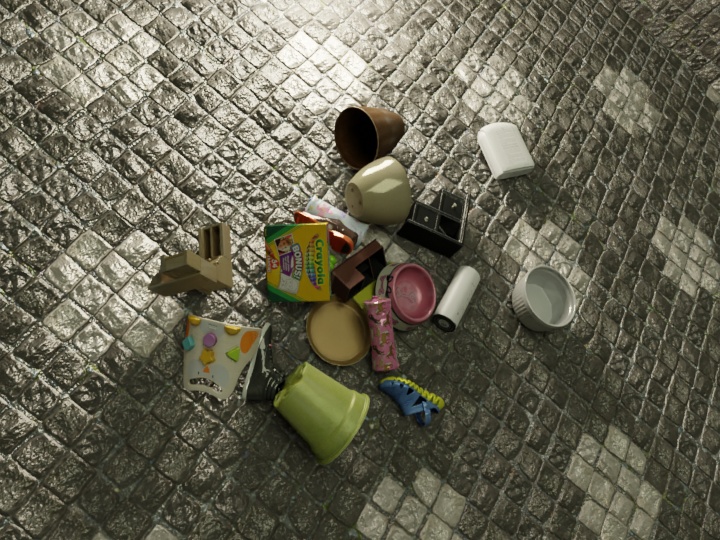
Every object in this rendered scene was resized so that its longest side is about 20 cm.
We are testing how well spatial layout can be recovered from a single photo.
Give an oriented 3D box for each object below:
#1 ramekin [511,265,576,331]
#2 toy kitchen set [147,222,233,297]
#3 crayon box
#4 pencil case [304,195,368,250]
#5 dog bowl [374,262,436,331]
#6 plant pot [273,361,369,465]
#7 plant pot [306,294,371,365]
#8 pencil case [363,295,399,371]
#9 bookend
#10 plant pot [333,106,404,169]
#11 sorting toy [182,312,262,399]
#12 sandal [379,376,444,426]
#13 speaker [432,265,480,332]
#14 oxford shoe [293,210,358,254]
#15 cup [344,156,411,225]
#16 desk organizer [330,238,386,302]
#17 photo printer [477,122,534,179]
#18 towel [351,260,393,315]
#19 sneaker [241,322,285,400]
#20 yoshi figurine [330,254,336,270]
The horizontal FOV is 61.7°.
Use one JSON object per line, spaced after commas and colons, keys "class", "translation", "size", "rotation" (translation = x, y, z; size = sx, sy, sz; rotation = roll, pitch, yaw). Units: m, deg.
{"class": "ramekin", "translation": [0.578, 0.097, 1.927], "size": [0.195, 0.105, 0.206], "rotation": [9, 66, -19]}
{"class": "toy kitchen set", "translation": [-0.449, -0.042, 1.540], "size": [0.159, 0.200, 0.185], "rotation": [-15, 68, 17]}
{"class": "crayon box", "translation": [-0.166, -0.021, 1.614], "size": [0.167, 0.058, 0.206], "rotation": [-2, 97, 5]}
{"class": "pencil case", "translation": [-0.073, -0.142, 1.773], "size": [0.196, 0.083, 0.092], "rotation": [27, 59, -9]}
{"class": "dog bowl", "translation": [0.137, 0.070, 1.746], "size": [0.196, 0.073, 0.206], "rotation": [10, 73, -34]}
{"class": "plant pot", "translation": [-0.108, 0.333, 1.476], "size": [0.183, 0.200, 0.202], "rotation": [40, 59, -10]}
{"class": "plant pot", "translation": [-0.060, 0.168, 1.679], "size": [0.194, 0.028, 0.206], "rotation": [8, 66, -18]}
{"class": "pencil case", "translation": [0.058, 0.174, 1.660], "size": [0.081, 0.085, 0.206], "rotation": [-12, 96, -40]}
{"class": "bookend", "translation": [0.236, -0.178, 1.910], "size": [0.194, 0.092, 0.204], "rotation": [23, 61, -12]}
{"class": "plant pot", "translation": [0.046, -0.436, 1.910], "size": [0.198, 0.187, 0.189], "rotation": [-27, 79, -43]}
{"class": "sorting toy", "translation": [-0.363, 0.213, 1.480], "size": [0.194, 0.107, 0.186], "rotation": [11, 88, 7]}
{"class": "sandal", "translation": [0.137, 0.359, 1.653], "size": [0.196, 0.080, 0.089], "rotation": [28, 64, -8]}
{"class": "speaker", "translation": [0.293, 0.083, 1.830], "size": [0.080, 0.081, 0.202], "rotation": [35, 60, -4]}
{"class": "oxford shoe", "translation": [-0.098, -0.118, 1.708], "size": [0.197, 0.072, 0.073], "rotation": [30, 47, 6]}
{"class": "cup", "translation": [0.036, -0.222, 1.779], "size": [0.140, 0.200, 0.204], "rotation": [-17, 75, -30]}
{"class": "desk organizer", "translation": [0.000, 0.000, 1.728], "size": [0.077, 0.072, 0.199], "rotation": [41, 52, 17]}
{"class": "photo printer", "translation": [0.512, -0.432, 2.145], "size": [0.163, 0.070, 0.205], "rotation": [-14, 74, -26]}
{"class": "towel", "translation": [0.059, 0.053, 1.769], "size": [0.086, 0.018, 0.199], "rotation": [44, 52, 7]}
{"class": "sneaker", "translation": [-0.231, 0.240, 1.542], "size": [0.096, 0.071, 0.205], "rotation": [12, 70, 2]}
{"class": "yoshi figurine", "translation": [-0.161, -0.042, 1.705], "size": [0.196, 0.115, 0.112], "rotation": [24, 20, 5]}
